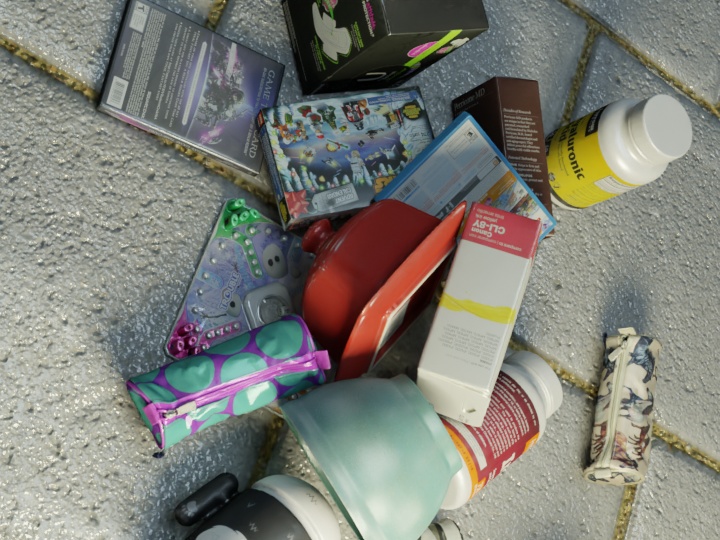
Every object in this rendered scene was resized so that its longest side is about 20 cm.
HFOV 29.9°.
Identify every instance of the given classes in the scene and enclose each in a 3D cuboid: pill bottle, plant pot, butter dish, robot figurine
[{"bbox_3d":[0.142,0.179,1.564,0.199,0.113,0.114,-33,96,-33],"label":"pill bottle"},{"bbox_3d":[0.023,0.192,1.411,0.134,0.200,0.201,-31,95,-8],"label":"plant pot"},{"bbox_3d":[0.000,0.000,1.471,0.147,0.200,0.200,37,58,11],"label":"butter dish"},{"bbox_3d":[-0.111,0.297,1.373,0.200,0.124,0.151,-37,121,-33],"label":"robot figurine"},{"bbox_3d":[0.322,-0.153,1.708,0.111,0.200,0.112,9,72,-30],"label":"pill bottle"}]

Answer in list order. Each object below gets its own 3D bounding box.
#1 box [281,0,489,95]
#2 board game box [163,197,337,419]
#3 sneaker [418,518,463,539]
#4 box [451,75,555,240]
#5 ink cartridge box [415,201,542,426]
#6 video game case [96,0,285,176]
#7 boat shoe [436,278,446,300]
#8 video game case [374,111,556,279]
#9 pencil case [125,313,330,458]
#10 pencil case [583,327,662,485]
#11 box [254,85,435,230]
[{"bbox_3d":[0.025,-0.297,1.561,0.148,0.200,0.125,-10,83,-33],"label":"box"},{"bbox_3d":[-0.096,0.047,1.502,0.199,0.026,0.201,31,64,-22],"label":"board game box"},{"bbox_3d":[0.067,0.384,1.500,0.114,0.076,0.202,-3,71,-23],"label":"sneaker"},{"bbox_3d":[0.177,-0.130,1.672,0.074,0.100,0.202,4,75,-31],"label":"box"},{"bbox_3d":[0.126,0.050,1.458,0.083,0.145,0.201,17,71,7],"label":"ink cartridge box"},{"bbox_3d":[-0.187,-0.207,1.516,0.199,0.019,0.144,23,67,-26],"label":"video game case"},{"bbox_3d":[0.065,-0.023,1.599,0.200,0.072,0.076,41,76,-15],"label":"boat shoe"},{"bbox_3d":[0.124,-0.068,1.549,0.143,0.018,0.200,-44,125,1],"label":"video game case"},{"bbox_3d":[-0.137,0.116,1.395,0.199,0.092,0.086,-22,104,-19],"label":"pencil case"},{"bbox_3d":[0.331,0.176,1.701,0.089,0.077,0.202,34,60,-44],"label":"pencil case"},{"bbox_3d":[-0.008,-0.130,1.538,0.198,0.040,0.138,-11,76,-20],"label":"box"}]
